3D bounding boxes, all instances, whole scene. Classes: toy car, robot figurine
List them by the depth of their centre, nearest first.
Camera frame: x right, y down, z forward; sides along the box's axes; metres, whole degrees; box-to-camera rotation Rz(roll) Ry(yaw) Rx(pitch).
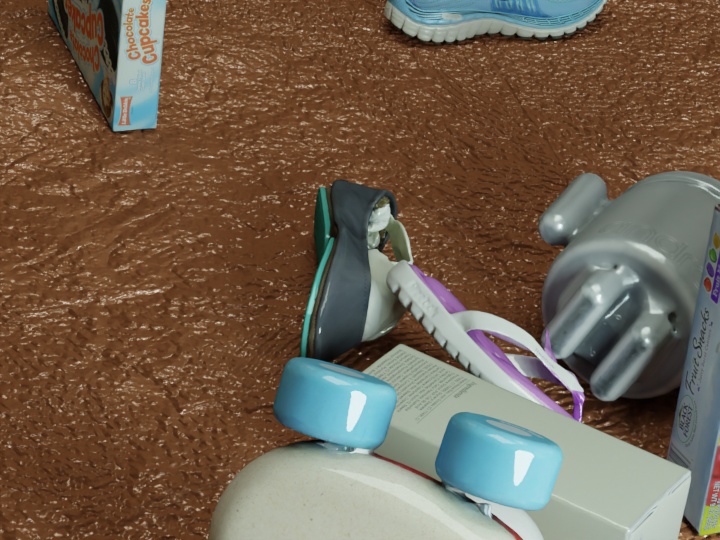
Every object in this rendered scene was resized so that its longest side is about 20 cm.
[{"bbox_3d":[0.028,0.155,1.391,0.177,0.185,0.200,18,3,19],"label":"toy car"},{"bbox_3d":[0.190,0.007,1.679,0.170,0.113,0.200,43,38,4],"label":"robot figurine"}]

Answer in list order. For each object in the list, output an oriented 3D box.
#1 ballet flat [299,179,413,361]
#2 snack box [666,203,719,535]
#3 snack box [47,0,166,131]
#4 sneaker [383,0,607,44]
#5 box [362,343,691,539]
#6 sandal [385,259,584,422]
[{"bbox_3d":[0.000,0.000,1.696,0.073,0.073,0.200,7,29,-1],"label":"ballet flat"},{"bbox_3d":[0.262,0.051,1.537,0.142,0.200,0.053,-9,34,-25],"label":"snack box"},{"bbox_3d":[-0.188,-0.200,1.939,0.037,0.116,0.200,-5,33,-20],"label":"snack box"},{"bbox_3d":[0.118,-0.236,2.091,0.200,0.090,0.078,-10,35,-28],"label":"sneaker"},{"bbox_3d":[0.082,0.119,1.513,0.200,0.068,0.082,24,35,26],"label":"box"},{"bbox_3d":[0.091,0.050,1.594,0.203,0.050,0.082,43,4,29],"label":"sandal"}]
